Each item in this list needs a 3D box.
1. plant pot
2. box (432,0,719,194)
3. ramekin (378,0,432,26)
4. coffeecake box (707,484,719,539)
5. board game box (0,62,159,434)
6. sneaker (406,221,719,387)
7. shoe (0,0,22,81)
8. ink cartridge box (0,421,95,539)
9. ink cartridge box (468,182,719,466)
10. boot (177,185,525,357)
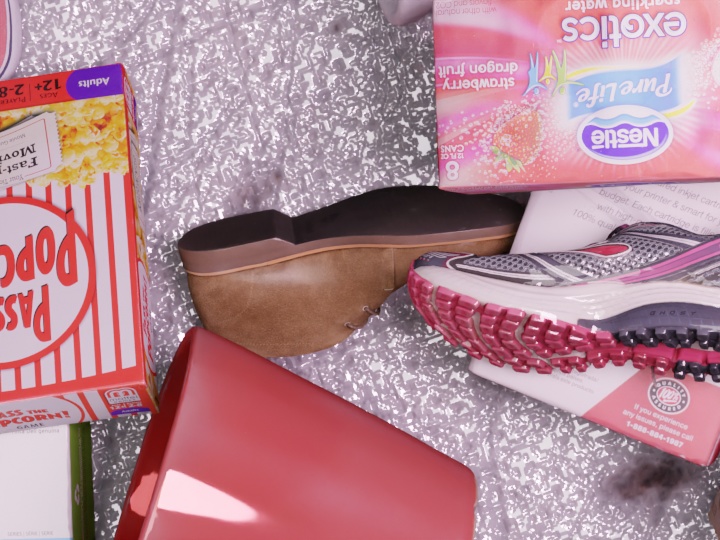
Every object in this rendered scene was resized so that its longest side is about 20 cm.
[{"bbox_3d":[-0.040,0.151,1.259,0.176,0.200,0.202,17,92,-9],"label":"plant pot"},{"bbox_3d":[0.142,-0.093,1.185,0.198,0.095,0.104,-1,92,13],"label":"box"},{"bbox_3d":[0.049,-0.239,1.239,0.097,0.200,0.202,-9,90,-5],"label":"ramekin"},{"bbox_3d":[0.255,0.059,1.230,0.073,0.154,0.201,19,93,5],"label":"coffeecake box"},{"bbox_3d":[-0.195,-0.009,1.286,0.150,0.046,0.201,-9,65,3],"label":"board game box"},{"bbox_3d":[0.123,0.011,1.210,0.198,0.081,0.075,4,65,12],"label":"sneaker"},{"bbox_3d":[-0.253,-0.197,1.301,0.071,0.091,0.201,-20,90,3],"label":"shoe"},{"bbox_3d":[-0.233,0.077,1.312,0.147,0.076,0.202,-2,92,2],"label":"ink cartridge box"},{"bbox_3d":[0.165,-0.013,1.274,0.146,0.083,0.201,22,96,12],"label":"ink cartridge box"},{"bbox_3d":[0.000,0.000,1.314,0.198,0.074,0.076,-9,109,7],"label":"boot"}]
